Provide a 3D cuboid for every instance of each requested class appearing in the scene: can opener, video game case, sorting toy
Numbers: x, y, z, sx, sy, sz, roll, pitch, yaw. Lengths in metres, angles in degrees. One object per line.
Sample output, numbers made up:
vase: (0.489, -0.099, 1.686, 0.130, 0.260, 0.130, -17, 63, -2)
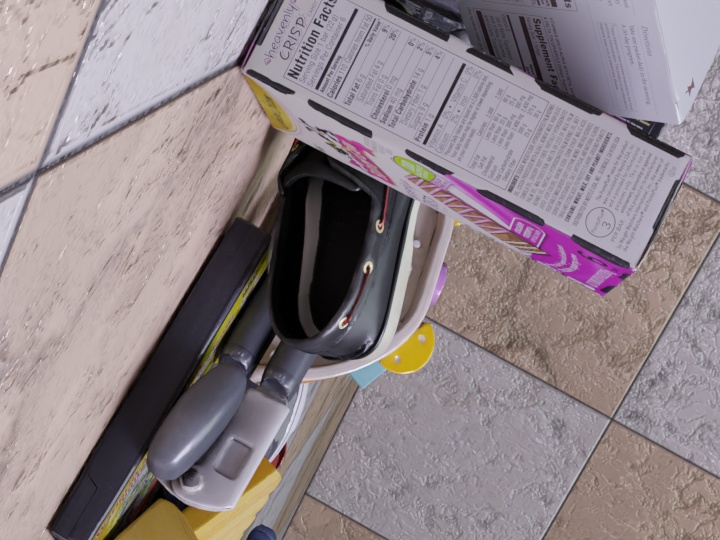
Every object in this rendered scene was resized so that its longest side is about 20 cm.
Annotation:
can opener: (-0.051, 0.046, 0.859, 0.201, 0.052, 0.067, -59, 174, -33)
video game case: (-0.112, 0.085, 0.902, 0.201, 0.025, 0.181, -60, 175, -18)
sorting toy: (0.000, 0.000, 1.023, 0.180, 0.106, 0.202, 124, -16, -78)

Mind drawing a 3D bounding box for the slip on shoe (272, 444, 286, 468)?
slip on shoe: (-0.094, 0.142, 1.223, 0.075, 0.061, 0.200, -60, 174, -2)

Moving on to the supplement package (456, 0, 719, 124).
supplement package: (0.114, -0.199, 0.725, 0.157, 0.110, 0.201, -60, 146, -28)

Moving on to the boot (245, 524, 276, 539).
boot: (-0.164, 0.446, 2.138, 0.090, 0.072, 0.201, -49, 166, -48)

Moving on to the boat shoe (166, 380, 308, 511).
boat shoe: (-0.101, 0.128, 1.068, 0.201, 0.070, 0.066, -55, 177, 0)

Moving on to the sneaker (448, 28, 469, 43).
sneaker: (0.082, -0.106, 0.922, 0.198, 0.089, 0.081, -18, -170, -2)

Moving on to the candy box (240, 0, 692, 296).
candy box: (0.048, -0.062, 0.732, 0.061, 0.199, 0.136, -62, 174, -3)

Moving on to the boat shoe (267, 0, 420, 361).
boat shoe: (-0.006, -0.053, 0.830, 0.063, 0.073, 0.204, 12, 84, -54)

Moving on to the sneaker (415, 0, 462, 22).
sneaker: (0.068, -0.214, 0.855, 0.082, 0.074, 0.200, -58, 174, -26)

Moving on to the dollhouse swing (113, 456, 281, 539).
dollhouse swing: (-0.098, 0.241, 0.915, 0.175, 0.182, 0.201, -12, 146, -43)

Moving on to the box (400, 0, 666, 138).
box: (0.118, -0.149, 1.018, 0.044, 0.199, 0.161, -58, 173, -39)
